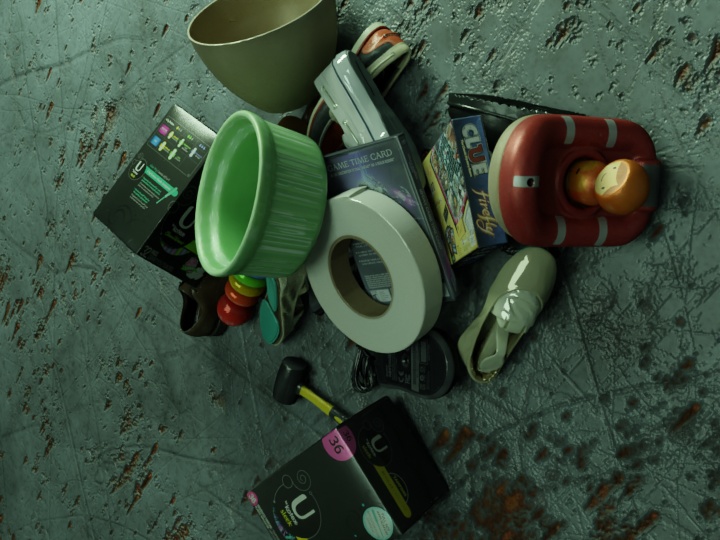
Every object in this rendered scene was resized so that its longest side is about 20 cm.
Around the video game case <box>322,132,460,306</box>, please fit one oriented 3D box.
[{"bbox_3d":[0.032,-0.054,1.043,0.142,0.019,0.202,-7,108,47],"label":"video game case"}]

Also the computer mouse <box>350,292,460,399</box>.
[{"bbox_3d":[0.064,0.104,1.117,0.199,0.052,0.140,11,100,51],"label":"computer mouse"}]

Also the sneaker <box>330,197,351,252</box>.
[{"bbox_3d":[-0.014,-0.086,1.141,0.200,0.086,0.081,-40,67,36],"label":"sneaker"}]

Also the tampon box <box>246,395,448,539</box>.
[{"bbox_3d":[-0.018,0.288,1.133,0.200,0.126,0.151,-42,78,35],"label":"tampon box"}]

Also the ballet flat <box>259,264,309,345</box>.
[{"bbox_3d":[-0.103,0.045,1.234,0.068,0.062,0.201,63,159,23],"label":"ballet flat"}]

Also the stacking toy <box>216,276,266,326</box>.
[{"bbox_3d":[-0.159,0.005,1.288,0.085,0.085,0.201,47,128,28],"label":"stacking toy"}]

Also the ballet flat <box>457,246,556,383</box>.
[{"bbox_3d":[0.166,0.059,0.983,0.070,0.069,0.201,51,143,25],"label":"ballet flat"}]

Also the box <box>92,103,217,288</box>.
[{"bbox_3d":[-0.253,-0.106,1.264,0.124,0.148,0.201,36,88,32],"label":"box"}]

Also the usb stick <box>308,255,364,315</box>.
[{"bbox_3d":[0.000,0.000,1.164,0.199,0.032,0.056,-34,38,37],"label":"usb stick"}]

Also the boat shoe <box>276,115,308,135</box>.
[{"bbox_3d":[-0.104,-0.116,1.207,0.070,0.070,0.202,138,138,-54],"label":"boat shoe"}]

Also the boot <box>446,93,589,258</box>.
[{"bbox_3d":[0.168,-0.110,0.995,0.197,0.073,0.164,23,114,39],"label":"boot"}]

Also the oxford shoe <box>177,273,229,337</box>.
[{"bbox_3d":[-0.234,0.012,1.344,0.072,0.084,0.202,25,107,39],"label":"oxford shoe"}]

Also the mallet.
[{"bbox_3d":[-0.044,0.186,1.225,0.199,0.041,0.067,23,112,33],"label":"mallet"}]

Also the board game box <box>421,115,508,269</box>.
[{"bbox_3d":[0.112,-0.079,0.984,0.200,0.034,0.137,131,128,-81],"label":"board game box"}]

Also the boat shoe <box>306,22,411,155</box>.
[{"bbox_3d":[-0.004,-0.221,1.136,0.063,0.071,0.201,45,116,25],"label":"boat shoe"}]

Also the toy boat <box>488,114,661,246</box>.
[{"bbox_3d":[0.226,-0.084,0.849,0.130,0.198,0.132,-161,71,-65],"label":"toy boat"}]

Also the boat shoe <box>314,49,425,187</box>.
[{"bbox_3d":[0.010,-0.170,1.067,0.067,0.073,0.202,-34,72,25],"label":"boat shoe"}]

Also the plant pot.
[{"bbox_3d":[-0.113,-0.291,1.165,0.199,0.200,0.135,17,140,39],"label":"plant pot"}]

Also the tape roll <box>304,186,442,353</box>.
[{"bbox_3d":[0.011,0.001,1.052,0.202,0.037,0.205,26,130,35],"label":"tape roll"}]

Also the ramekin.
[{"bbox_3d":[-0.122,-0.086,1.072,0.199,0.097,0.203,-24,61,55],"label":"ramekin"}]
